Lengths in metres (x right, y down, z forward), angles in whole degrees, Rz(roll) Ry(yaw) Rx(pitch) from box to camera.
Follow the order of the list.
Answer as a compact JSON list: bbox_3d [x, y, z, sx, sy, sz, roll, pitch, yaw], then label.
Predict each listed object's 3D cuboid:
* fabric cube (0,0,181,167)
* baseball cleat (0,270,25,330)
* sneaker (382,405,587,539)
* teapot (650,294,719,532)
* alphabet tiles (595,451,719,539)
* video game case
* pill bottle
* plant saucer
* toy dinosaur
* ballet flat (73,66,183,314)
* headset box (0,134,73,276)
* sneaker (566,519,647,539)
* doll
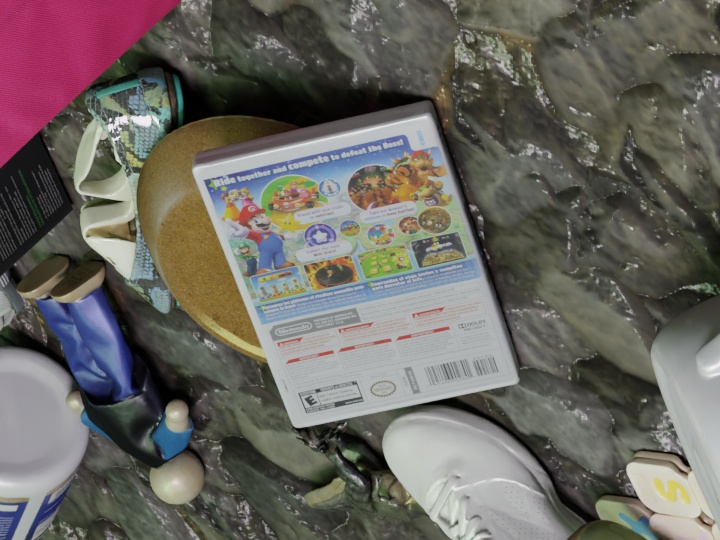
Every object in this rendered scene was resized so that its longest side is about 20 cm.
[{"bbox_3d":[-0.225,-0.211,1.610,0.196,0.199,0.201,29,146,26],"label":"fabric cube"},{"bbox_3d":[-0.319,0.014,2.108,0.199,0.070,0.107,2,126,50],"label":"baseball cleat"},{"bbox_3d":[0.083,0.163,1.776,0.200,0.088,0.075,39,131,13],"label":"sneaker"},{"bbox_3d":[0.242,0.082,1.463,0.200,0.145,0.198,29,-143,-87],"label":"teapot"},{"bbox_3d":[0.228,0.191,1.725,0.195,0.015,0.201,5,130,47],"label":"alphabet tiles"},{"bbox_3d":[0.000,0.000,1.691,0.142,0.018,0.201,-12,126,12],"label":"video game case"},{"bbox_3d":[-0.272,0.146,2.162,0.116,0.116,0.200,41,150,6],"label":"pill bottle"},{"bbox_3d":[-0.051,-0.004,1.752,0.199,0.036,0.201,16,138,15],"label":"plant saucer"},{"bbox_3d":[-0.004,0.131,1.902,0.088,0.048,0.200,50,153,-21],"label":"toy dinosaur"},{"bbox_3d":[-0.146,-0.048,1.828,0.074,0.074,0.201,29,140,24],"label":"ballet flat"},{"bbox_3d":[-0.316,-0.097,1.953,0.199,0.093,0.175,14,137,41],"label":"headset box"},{"bbox_3d":[0.212,0.205,1.692,0.200,0.067,0.090,43,141,4],"label":"sneaker"},{"bbox_3d":[-0.164,0.085,2.030,0.136,0.048,0.201,8,133,47],"label":"doll"}]
